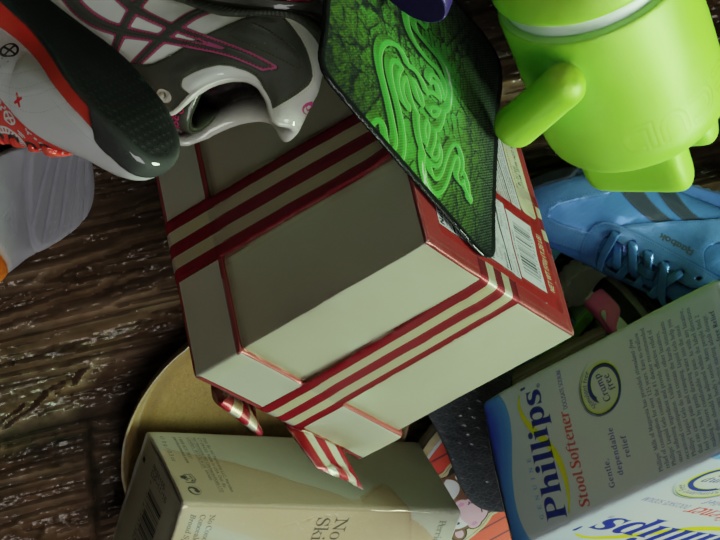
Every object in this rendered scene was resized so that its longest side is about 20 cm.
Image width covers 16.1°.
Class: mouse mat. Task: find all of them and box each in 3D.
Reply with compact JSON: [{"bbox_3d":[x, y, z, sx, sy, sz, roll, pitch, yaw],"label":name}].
[{"bbox_3d":[0.031,-0.117,1.411,0.007,0.201,0.161,-27,123,26],"label":"mouse mat"}]

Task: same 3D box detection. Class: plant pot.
[{"bbox_3d":[-0.063,0.100,1.639,0.198,0.028,0.201,-12,126,-17],"label":"plant pot"}]

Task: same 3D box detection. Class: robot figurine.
[{"bbox_3d":[0.144,-0.139,1.470,0.176,0.115,0.201,-57,136,-35],"label":"robot figurine"}]

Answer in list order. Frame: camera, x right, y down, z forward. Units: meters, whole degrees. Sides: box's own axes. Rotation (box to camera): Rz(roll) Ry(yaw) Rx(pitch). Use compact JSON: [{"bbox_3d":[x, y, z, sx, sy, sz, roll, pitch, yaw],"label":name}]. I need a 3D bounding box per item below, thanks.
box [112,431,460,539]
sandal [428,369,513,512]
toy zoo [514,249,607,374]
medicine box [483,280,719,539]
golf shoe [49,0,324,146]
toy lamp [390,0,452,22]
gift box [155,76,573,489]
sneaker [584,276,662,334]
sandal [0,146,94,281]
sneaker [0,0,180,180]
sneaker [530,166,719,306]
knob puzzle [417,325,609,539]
[{"bbox_3d":[-0.047,0.164,1.622,0.198,0.078,0.096,3,121,-27],"label":"box"},{"bbox_3d":[0.070,0.071,1.644,0.075,0.043,0.201,-8,128,9],"label":"sandal"},{"bbox_3d":[0.099,0.015,1.660,0.199,0.020,0.131,29,107,-38],"label":"toy zoo"},{"bbox_3d":[0.212,0.103,1.585,0.181,0.104,0.199,13,146,-44],"label":"medicine box"},{"bbox_3d":[-0.116,-0.116,1.377,0.198,0.089,0.077,0,153,13],"label":"golf shoe"},{"bbox_3d":[0.082,-0.228,1.414,0.200,0.058,0.058,-54,135,-21],"label":"toy lamp"},{"bbox_3d":[0.000,0.000,1.465,0.186,0.186,0.200,-28,140,23],"label":"gift box"},{"bbox_3d":[0.227,0.027,1.671,0.199,0.074,0.088,20,114,-43],"label":"sneaker"},{"bbox_3d":[-0.225,-0.025,1.416,0.206,0.059,0.080,-29,115,-55],"label":"sandal"},{"bbox_3d":[-0.188,-0.087,1.351,0.108,0.201,0.067,-56,162,25],"label":"sneaker"},{"bbox_3d":[0.191,-0.010,1.589,0.198,0.079,0.066,12,142,-8],"label":"sneaker"},{"bbox_3d":[0.114,0.143,1.734,0.218,0.031,0.221,-11,135,-11],"label":"knob puzzle"}]
